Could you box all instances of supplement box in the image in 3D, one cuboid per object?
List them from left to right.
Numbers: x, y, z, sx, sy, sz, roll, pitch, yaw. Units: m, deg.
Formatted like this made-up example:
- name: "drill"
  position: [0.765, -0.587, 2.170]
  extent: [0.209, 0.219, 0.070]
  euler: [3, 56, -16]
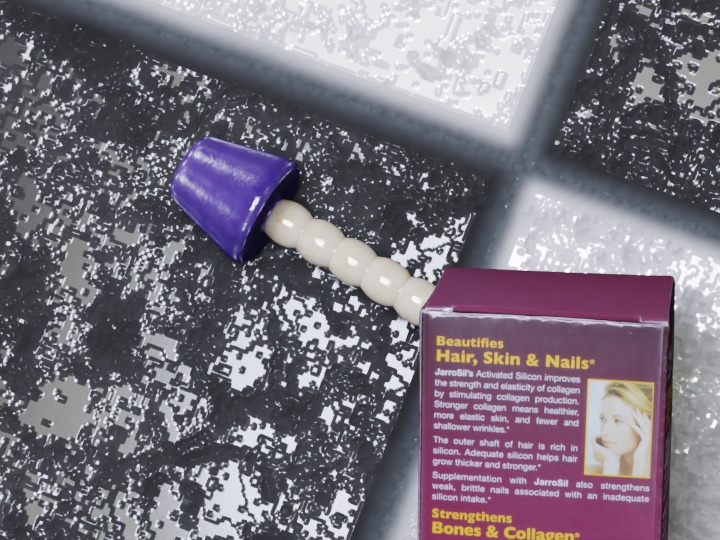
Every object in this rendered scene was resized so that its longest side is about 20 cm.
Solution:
- name: "supplement box"
  position: [0.084, 0.105, 1.356]
  extent: [0.110, 0.086, 0.201]
  euler: [3, 104, 8]

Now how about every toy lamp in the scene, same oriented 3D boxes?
- name: "toy lamp"
  position: [0.000, 0.000, 1.431]
  extent: [0.200, 0.058, 0.058]
  euler: [32, 87, 12]
